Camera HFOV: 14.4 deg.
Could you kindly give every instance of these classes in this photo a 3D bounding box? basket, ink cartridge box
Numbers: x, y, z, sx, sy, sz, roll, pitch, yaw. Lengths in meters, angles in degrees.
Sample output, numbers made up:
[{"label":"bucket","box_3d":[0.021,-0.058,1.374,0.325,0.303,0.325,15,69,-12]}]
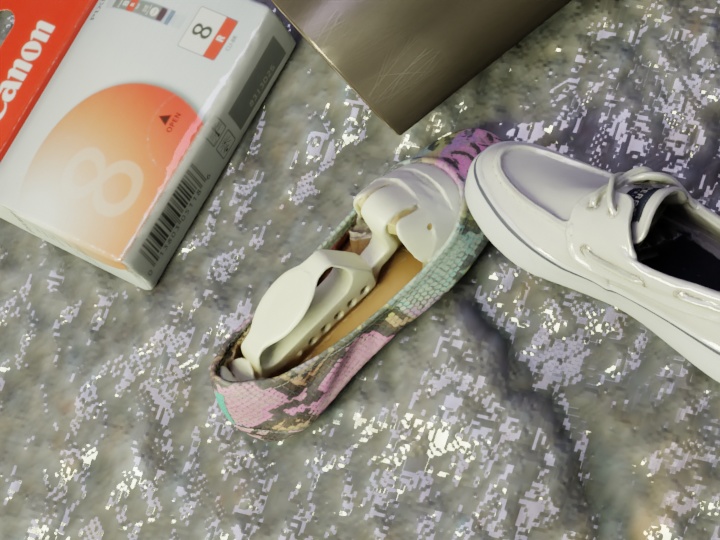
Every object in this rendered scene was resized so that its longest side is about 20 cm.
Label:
[{"label":"basket","box_3d":[0.054,-0.177,1.459,0.200,0.136,0.180,-44,36,3]},{"label":"ink cartridge box","box_3d":[-0.156,-0.100,1.551,0.199,0.050,0.163,25,78,24]}]

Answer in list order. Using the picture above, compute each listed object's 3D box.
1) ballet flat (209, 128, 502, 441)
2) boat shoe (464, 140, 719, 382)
[{"label":"ballet flat","box_3d":[0.000,0.000,1.435,0.200,0.071,0.069,-47,59,-4]},{"label":"boat shoe","box_3d":[0.135,-0.016,1.379,0.072,0.066,0.200,-34,58,-31]}]
